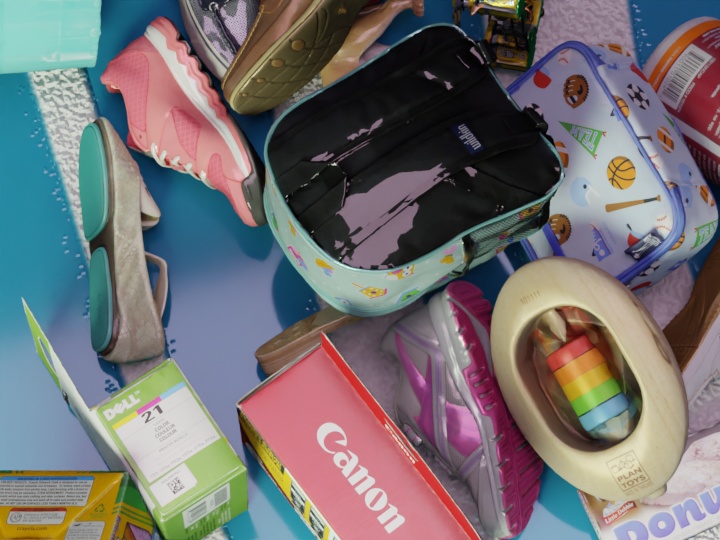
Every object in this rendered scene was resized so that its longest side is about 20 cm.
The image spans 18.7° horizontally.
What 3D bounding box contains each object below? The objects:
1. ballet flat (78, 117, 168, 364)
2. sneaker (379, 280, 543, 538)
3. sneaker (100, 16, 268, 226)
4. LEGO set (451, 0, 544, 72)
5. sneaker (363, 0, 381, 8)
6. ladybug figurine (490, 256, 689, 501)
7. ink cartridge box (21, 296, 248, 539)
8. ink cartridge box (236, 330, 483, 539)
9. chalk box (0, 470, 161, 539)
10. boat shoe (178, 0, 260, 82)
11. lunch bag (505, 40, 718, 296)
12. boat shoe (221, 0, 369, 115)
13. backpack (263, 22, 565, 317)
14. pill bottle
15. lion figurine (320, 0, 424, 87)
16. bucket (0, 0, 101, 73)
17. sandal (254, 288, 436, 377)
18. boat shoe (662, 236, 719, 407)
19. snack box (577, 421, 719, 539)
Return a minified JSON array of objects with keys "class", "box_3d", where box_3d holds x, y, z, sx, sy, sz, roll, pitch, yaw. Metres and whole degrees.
[{"class":"ballet flat","box_3d":[-0.187,-0.022,1.742,0.062,0.067,0.201,3,75,-29]},{"class":"sneaker","box_3d":[0.076,0.113,1.693,0.088,0.081,0.201,-19,86,29]},{"class":"sneaker","box_3d":[-0.140,-0.105,1.763,0.087,0.074,0.200,-32,69,1]},{"class":"LEGO set","box_3d":[0.085,-0.246,1.742,0.115,0.200,0.154,10,86,10]},{"class":"sneaker","box_3d":[-0.037,-0.314,1.804,0.071,0.098,0.201,-31,75,-8]},{"class":"ladybug figurine","box_3d":[0.179,0.081,1.654,0.136,0.072,0.200,-28,86,25]},{"class":"ink cartridge box","box_3d":[-0.170,0.104,1.649,0.076,0.148,0.200,-32,76,-12]},{"class":"ink cartridge box","box_3d":[-0.002,0.161,1.621,0.084,0.176,0.200,-36,77,-11]},{"class":"chalk box","box_3d":[-0.208,0.253,1.590,0.124,0.200,0.124,-1,47,16]},{"class":"boat shoe","box_3d":[-0.106,-0.244,1.775,0.075,0.093,0.200,-17,72,-34]},{"class":"lunch bag","box_3d":[0.179,-0.067,1.714,0.160,0.075,0.200,-38,69,35]},{"class":"boat shoe","box_3d":[-0.044,-0.212,1.734,0.068,0.072,0.200,43,98,27]},{"class":"backpack","box_3d":[0.026,-0.064,1.632,0.200,0.153,0.176,-28,73,-22]},{"class":"pill bottle","box_3d":[0.318,-0.106,1.707,0.113,0.113,0.200,-43,56,-12]},{"class":"lion figurine","box_3d":[-0.006,-0.142,1.776,0.122,0.073,0.201,-2,59,6]},{"class":"bucket","box_3d":[-0.278,-0.249,1.731,0.134,0.207,0.208,-1,73,-11]},{"class":"sandal","box_3d":[0.001,0.001,1.713,0.211,0.078,0.070,-31,102,-5]},{"class":"boat shoe","box_3d":[0.281,0.056,1.714,0.069,0.071,0.200,34,88,-21]},{"class":"snack box","box_3d":[0.273,0.161,1.704,0.199,0.024,0.072,-23,76,-8]}]
